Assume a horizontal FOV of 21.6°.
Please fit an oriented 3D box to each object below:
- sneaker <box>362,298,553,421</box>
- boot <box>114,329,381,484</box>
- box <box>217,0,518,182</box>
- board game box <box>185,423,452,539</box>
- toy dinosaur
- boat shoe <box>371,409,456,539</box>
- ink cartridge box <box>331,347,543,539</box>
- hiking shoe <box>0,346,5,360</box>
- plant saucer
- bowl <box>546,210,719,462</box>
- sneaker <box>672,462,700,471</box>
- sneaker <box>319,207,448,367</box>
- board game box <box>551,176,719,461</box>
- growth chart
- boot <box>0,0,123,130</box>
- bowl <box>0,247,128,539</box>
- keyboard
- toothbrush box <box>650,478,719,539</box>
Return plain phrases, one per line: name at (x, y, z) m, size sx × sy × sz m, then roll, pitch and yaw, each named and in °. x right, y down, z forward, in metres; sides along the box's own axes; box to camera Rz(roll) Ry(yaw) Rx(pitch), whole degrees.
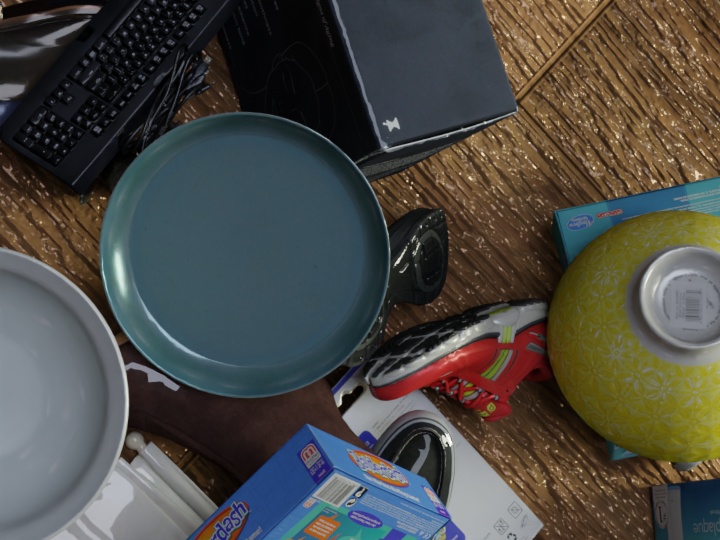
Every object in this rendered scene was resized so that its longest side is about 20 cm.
sneaker at (0.086, 0.076, 1.429) m, size 0.200 × 0.077 × 0.085 m, roll -15°, pitch 94°, yaw -44°
boot at (-0.101, 0.110, 1.325) m, size 0.200 × 0.072 × 0.166 m, roll -16°, pitch 50°, yaw -31°
box at (-0.007, -0.172, 1.387) m, size 0.124 × 0.197 × 0.200 m, roll -18°, pitch 88°, yaw -25°
board game box at (-0.054, 0.204, 1.287) m, size 0.200 × 0.045 × 0.152 m, roll -45°, pitch 142°, yaw 11°
toy dinosaur at (-0.136, -0.070, 1.351) m, size 0.102 × 0.200 × 0.077 m, roll -25°, pitch 119°, yaw -47°
boat shoe at (0.022, 0.201, 1.372) m, size 0.069 × 0.057 × 0.200 m, roll 20°, pitch 95°, yaw -8°
ink cartridge box at (0.040, 0.160, 1.434) m, size 0.200 × 0.039 × 0.099 m, roll 49°, pitch 67°, yaw -10°
hiking shoe at (-0.277, 0.084, 1.293) m, size 0.087 × 0.074 × 0.200 m, roll -15°, pitch 83°, yaw -19°
plant saucer at (-0.079, -0.012, 1.298) m, size 0.200 × 0.027 × 0.200 m, roll 0°, pitch 104°, yaw 2°
bowl at (0.242, 0.036, 1.409) m, size 0.200 × 0.108 × 0.200 m, roll -1°, pitch 72°, yaw 3°
sneaker at (0.278, 0.067, 1.539) m, size 0.077 × 0.078 × 0.200 m, roll 20°, pitch 69°, yaw -5°
sneaker at (0.000, 0.000, 1.415) m, size 0.200 × 0.091 × 0.076 m, roll -35°, pitch 130°, yaw -51°
board game box at (0.248, 0.036, 1.490) m, size 0.151 × 0.047 × 0.200 m, roll -12°, pitch 72°, yaw -1°
growth chart at (-0.184, 0.214, 1.340) m, size 0.200 × 0.018 × 0.145 m, roll -38°, pitch 97°, yaw -24°
boot at (-0.230, -0.150, 1.372) m, size 0.200 × 0.075 × 0.097 m, roll -3°, pitch 103°, yaw -28°
bowl at (-0.250, 0.084, 1.223) m, size 0.201 × 0.090 × 0.201 m, roll 0°, pitch 88°, yaw -6°
keyboard at (-0.156, -0.146, 1.316) m, size 0.104 × 0.040 × 0.200 m, roll 33°, pitch 72°, yaw 10°
toothbrush box at (0.307, 0.261, 1.471) m, size 0.085 × 0.146 × 0.200 m, roll -1°, pitch 82°, yaw -24°
